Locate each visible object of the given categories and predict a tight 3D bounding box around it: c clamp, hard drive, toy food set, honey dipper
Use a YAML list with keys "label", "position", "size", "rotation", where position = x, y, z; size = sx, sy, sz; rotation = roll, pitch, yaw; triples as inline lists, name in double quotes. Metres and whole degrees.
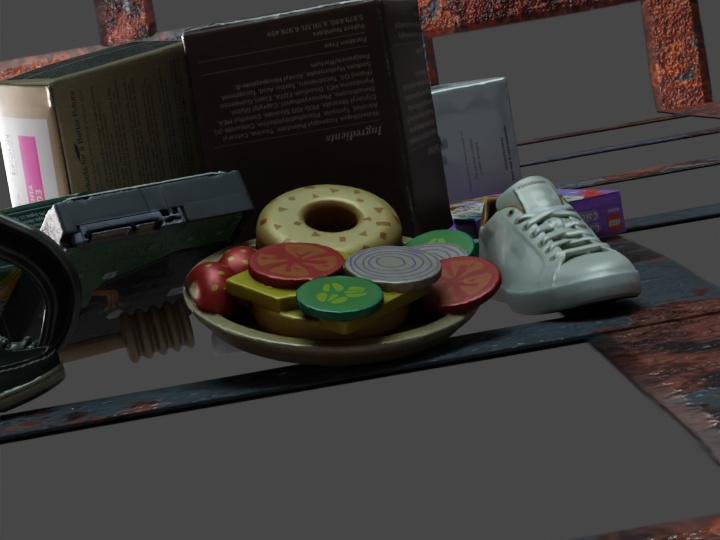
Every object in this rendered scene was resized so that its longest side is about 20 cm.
- label: "c clamp"
  position: [-0.276, 0.014, 1.192]
  size: [0.199, 0.171, 0.027]
  rotation: [18, 35, 12]
- label: "hard drive"
  position: [-0.170, 0.002, 1.251]
  size: [0.139, 0.038, 0.200]
  rotation: [-13, -21, -29]
- label: "toy food set"
  position: [-0.013, 0.004, 1.144]
  size: [0.197, 0.049, 0.200]
  rotation: [18, 28, 35]
- label: "honey dipper"
  position: [-0.215, 0.061, 1.245]
  size: [0.199, 0.038, 0.038]
  rotation: [-15, 7, -9]

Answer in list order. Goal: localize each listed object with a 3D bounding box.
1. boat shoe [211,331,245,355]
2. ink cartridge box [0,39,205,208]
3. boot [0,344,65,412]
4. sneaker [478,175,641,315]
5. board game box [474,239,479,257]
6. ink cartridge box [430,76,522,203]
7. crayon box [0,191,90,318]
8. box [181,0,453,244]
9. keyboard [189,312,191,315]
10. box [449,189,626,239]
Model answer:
- label: "boat shoe"
  position: [-0.070, 0.015, 1.256]
  size: [0.071, 0.068, 0.200]
  rotation: [-10, 7, 2]
- label: "ink cartridge box"
  position: [-0.193, -0.069, 1.409]
  size: [0.075, 0.201, 0.165]
  rotation: [7, 20, 38]
- label: "boot"
  position: [-0.297, 0.025, 1.135]
  size: [0.199, 0.151, 0.073]
  rotation: [-9, 7, -2]
- label: "sneaker"
  position: [0.122, -0.018, 1.198]
  size: [0.073, 0.085, 0.200]
  rotation: [-10, 8, -18]
- label: "board game box"
  position: [0.000, 0.000, 1.461]
  size: [0.134, 0.029, 0.200]
  rotation: [-12, 7, -29]
- label: "ink cartridge box"
  position: [0.050, -0.104, 1.768]
  size: [0.199, 0.145, 0.145]
  rotation: [-10, 7, -1]
- label: "crayon box"
  position: [-0.279, 0.024, 1.318]
  size: [0.125, 0.052, 0.200]
  rotation: [-16, -19, -41]
- label: "box"
  position: [-0.030, -0.110, 1.440]
  size: [0.164, 0.201, 0.166]
  rotation: [-8, 6, 13]
- label: "keyboard"
  position: [-0.195, 0.019, 1.509]
  size: [0.127, 0.021, 0.200]
  rotation: [-4, 14, 2]
- label: "box"
  position: [0.127, -0.042, 1.581]
  size: [0.136, 0.039, 0.200]
  rotation: [-12, 7, -18]
